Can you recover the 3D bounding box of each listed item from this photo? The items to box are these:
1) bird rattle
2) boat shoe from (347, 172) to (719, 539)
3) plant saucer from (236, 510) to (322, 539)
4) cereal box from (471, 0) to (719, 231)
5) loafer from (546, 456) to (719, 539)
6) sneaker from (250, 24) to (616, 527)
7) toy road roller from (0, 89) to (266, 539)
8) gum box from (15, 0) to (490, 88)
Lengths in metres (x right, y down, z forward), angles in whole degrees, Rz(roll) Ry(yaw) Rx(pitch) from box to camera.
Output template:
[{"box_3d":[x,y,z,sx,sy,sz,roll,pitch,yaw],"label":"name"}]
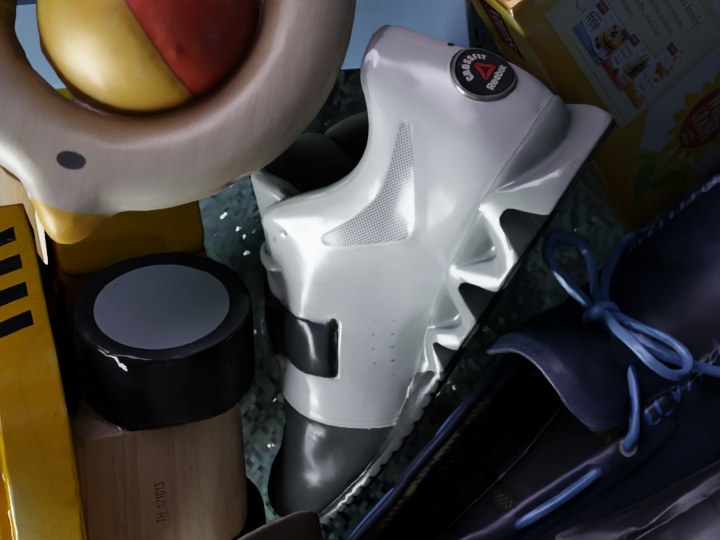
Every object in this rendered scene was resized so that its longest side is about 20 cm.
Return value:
[{"box_3d":[-0.069,-0.101,0.797,0.199,0.164,0.113,-29,1,-7],"label":"bird rattle"},{"box_3d":[0.071,0.044,0.829,0.084,0.069,0.200,27,76,47],"label":"boat shoe"},{"box_3d":[-0.079,0.150,0.809,0.200,0.200,0.037,-43,79,3],"label":"plant saucer"},{"box_3d":[0.130,-0.117,0.842,0.200,0.144,0.040,-41,56,-3],"label":"cereal box"},{"box_3d":[0.112,0.087,0.775,0.200,0.068,0.071,-27,82,6],"label":"loafer"},{"box_3d":[0.000,0.000,0.853,0.200,0.088,0.074,-61,-4,40],"label":"sneaker"},{"box_3d":[-0.115,0.028,0.909,0.145,0.123,0.200,-9,38,-9],"label":"toy road roller"},{"box_3d":[-0.033,-0.100,0.922,0.169,0.045,0.200,-3,12,10],"label":"gum box"}]
